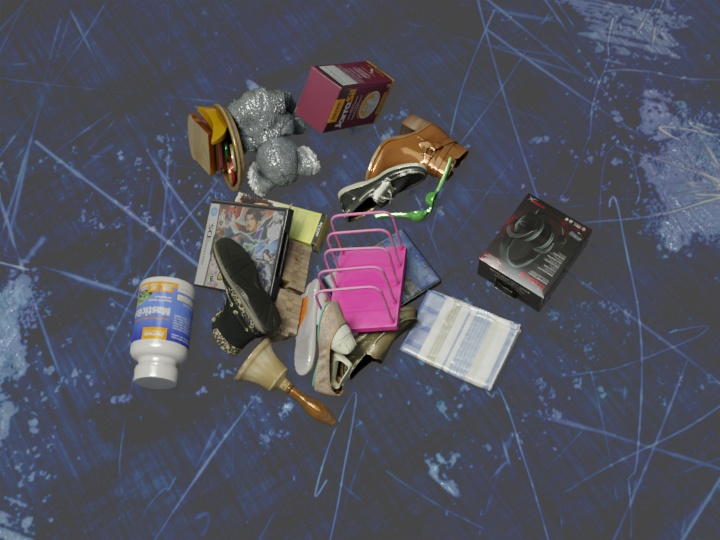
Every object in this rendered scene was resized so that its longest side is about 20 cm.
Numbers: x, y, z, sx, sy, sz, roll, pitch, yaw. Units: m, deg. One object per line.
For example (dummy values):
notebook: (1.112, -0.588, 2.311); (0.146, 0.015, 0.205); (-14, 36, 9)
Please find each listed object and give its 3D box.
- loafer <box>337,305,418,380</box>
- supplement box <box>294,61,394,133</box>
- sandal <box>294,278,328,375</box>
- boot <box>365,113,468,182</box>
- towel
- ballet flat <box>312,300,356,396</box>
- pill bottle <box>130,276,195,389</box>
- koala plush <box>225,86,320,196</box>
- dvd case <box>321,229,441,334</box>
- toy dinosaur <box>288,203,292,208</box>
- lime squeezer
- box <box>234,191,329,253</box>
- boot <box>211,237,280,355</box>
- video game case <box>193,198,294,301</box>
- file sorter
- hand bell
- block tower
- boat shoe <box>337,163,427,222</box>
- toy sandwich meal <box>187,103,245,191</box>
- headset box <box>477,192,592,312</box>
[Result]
loafer: (0.033, 0.142, 1.668); (0.200, 0.076, 0.068); (-34, 67, 1)
supplement box: (-0.032, -0.366, 1.827); (0.086, 0.111, 0.200); (39, 34, 20)
sandal: (-0.089, 0.116, 1.689); (0.059, 0.079, 0.207); (22, 51, -28)
boot: (0.118, -0.224, 1.834); (0.155, 0.077, 0.200); (35, 66, 15)
towel: (0.192, 0.132, 1.682); (0.199, 0.024, 0.147); (23, 72, 17)
ballet flat: (-0.042, 0.147, 1.594); (0.067, 0.201, 0.068); (25, 37, 27)
pill bottle: (-0.385, 0.123, 1.691); (0.112, 0.112, 0.201); (-1, 65, 5)
koala plush: (-0.186, -0.263, 1.829); (0.177, 0.184, 0.201); (-19, 77, -3)
dvd case: (0.042, 0.021, 1.749); (0.200, 0.018, 0.143); (-32, 67, -10)
toy dinosaur: (-0.205, -0.041, 1.750); (0.200, 0.060, 0.107); (-28, 86, 14)
lime squeezer: (0.127, -0.146, 1.797); (0.200, 0.038, 0.071); (-37, 64, 10)
box: (-0.169, -0.099, 1.806); (0.199, 0.050, 0.076); (14, 71, 11)
boot: (-0.250, 0.055, 1.670); (0.073, 0.154, 0.204); (-23, 79, -46)
video game case: (-0.234, -0.044, 1.729); (0.199, 0.025, 0.181); (9, 85, 32)
file sorter: (0.000, 0.000, 1.651); (0.138, 0.126, 0.201); (-5, 48, 16)
hand bell: (-0.128, 0.227, 1.648); (0.200, 0.104, 0.104); (37, 73, 6)
block tower: (-0.146, 0.042, 1.722); (0.054, 0.058, 0.201); (23, 61, -26)
boat shoe: (0.050, -0.158, 1.783); (0.199, 0.072, 0.068); (-22, 58, 20)
toy sandwich meal: (-0.302, -0.255, 1.816); (0.070, 0.205, 0.206); (-15, 64, -20)
headset box: (0.335, -0.029, 1.713); (0.149, 0.077, 0.200); (34, 71, 18)
